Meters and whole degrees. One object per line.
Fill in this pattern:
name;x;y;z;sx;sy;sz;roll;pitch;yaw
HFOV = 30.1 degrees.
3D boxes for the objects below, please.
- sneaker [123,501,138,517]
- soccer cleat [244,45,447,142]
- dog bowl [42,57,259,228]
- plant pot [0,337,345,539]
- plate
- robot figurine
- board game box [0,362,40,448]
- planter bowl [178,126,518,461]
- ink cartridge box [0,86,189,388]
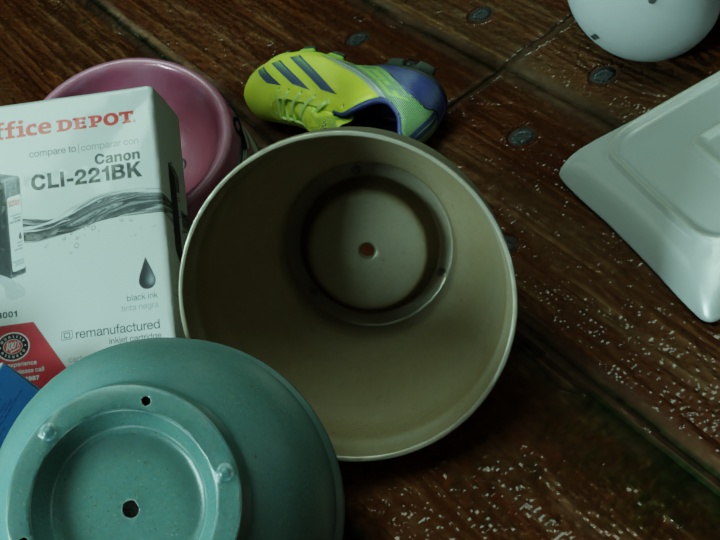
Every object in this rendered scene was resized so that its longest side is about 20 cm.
sneaker;-0.172;0.126;0.856;0.199;0.088;0.076;1;48;32
soccer cleat;-0.025;-0.131;1.076;0.199;0.065;0.084;8;53;35
dog bowl;-0.176;-0.081;1.045;0.199;0.074;0.201;-2;56;4
plant pot;-0.111;0.126;0.707;0.199;0.134;0.202;0;78;2
plate;0.255;-0.076;0.882;0.199;0.032;0.200;-29;38;-4
robot figurine;0.231;-0.249;1.010;0.124;0.151;0.200;17;54;25
board game box;-0.295;0.173;0.839;0.195;0.056;0.201;-26;31;43
planter bowl;0.000;0.000;0.837;0.199;0.201;0.135;-17;13;12
ink cartridge box;-0.195;-0.016;0.927;0.143;0.084;0.201;-7;79;3
